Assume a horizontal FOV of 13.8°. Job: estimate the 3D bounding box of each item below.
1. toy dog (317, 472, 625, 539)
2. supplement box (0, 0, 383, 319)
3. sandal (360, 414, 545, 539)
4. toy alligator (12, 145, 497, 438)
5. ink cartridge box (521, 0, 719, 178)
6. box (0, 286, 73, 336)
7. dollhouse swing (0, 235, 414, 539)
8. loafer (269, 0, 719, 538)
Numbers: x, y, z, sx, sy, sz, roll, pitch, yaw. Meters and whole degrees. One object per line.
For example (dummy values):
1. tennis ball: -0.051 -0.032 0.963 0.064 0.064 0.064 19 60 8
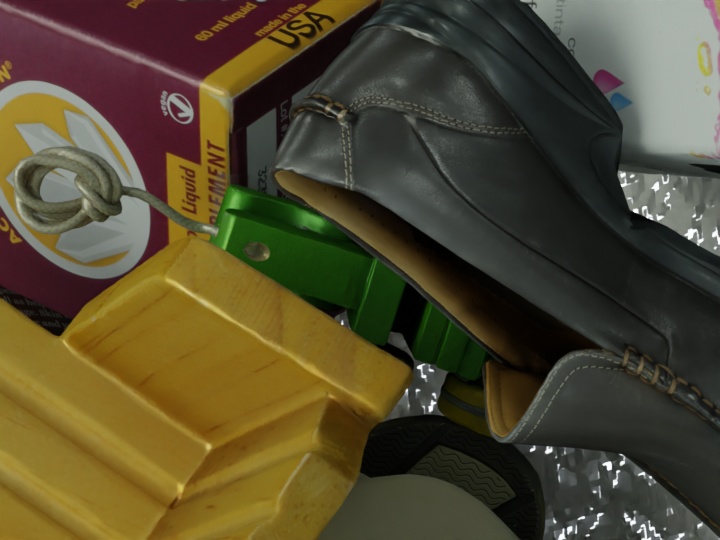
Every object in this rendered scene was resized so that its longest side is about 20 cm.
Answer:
1. toy dog: 0.008 0.170 0.807 0.194 0.139 0.200 28 120 32
2. supplement box: -0.093 -0.058 0.943 0.200 0.086 0.111 23 130 28
3. sandal: -0.008 0.113 0.905 0.080 0.057 0.201 34 126 4
4. toy alligator: 0.000 0.000 0.851 0.054 0.200 0.059 -70 -2 -81
5. ink cartridge box: 0.119 -0.096 0.751 0.200 0.083 0.146 6 90 54
6. box: -0.104 0.037 1.018 0.075 0.100 0.200 -57 44 31
7. dollhouse swing: -0.130 0.060 0.772 0.200 0.176 0.182 -53 9 -21
8. loafer: 0.057 0.020 0.750 0.200 0.072 0.073 47 156 -3
